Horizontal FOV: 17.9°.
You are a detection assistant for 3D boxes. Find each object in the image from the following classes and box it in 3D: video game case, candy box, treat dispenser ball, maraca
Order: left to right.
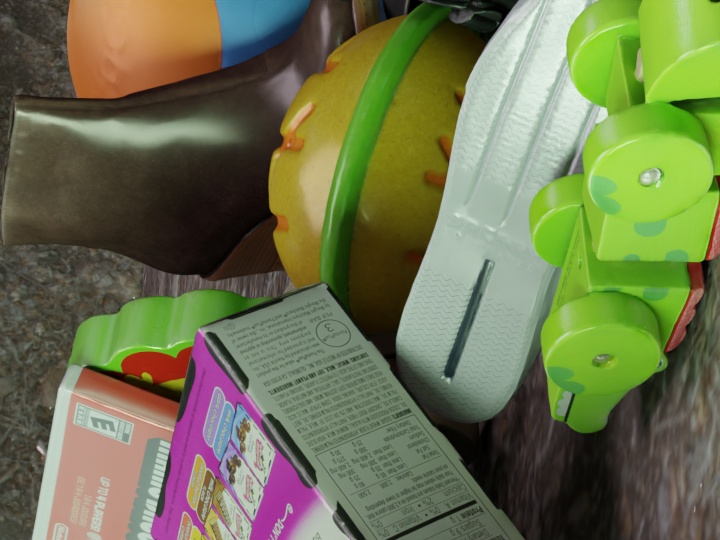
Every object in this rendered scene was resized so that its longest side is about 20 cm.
[{"bbox_3d":[-0.059,-0.126,1.243,0.201,0.201,0.201,-174,90,-81],"label":"treat dispenser ball"},{"bbox_3d":[-0.043,0.117,0.994,0.143,0.200,0.017,109,-179,-53],"label":"video game case"},{"bbox_3d":[0.005,0.122,0.832,0.200,0.061,0.136,53,147,27],"label":"candy box"},{"bbox_3d":[0.025,-0.060,1.003,0.137,0.107,0.200,83,-153,-58],"label":"maraca"}]

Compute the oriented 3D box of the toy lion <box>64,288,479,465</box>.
[{"bbox_3d":[-0.057,0.081,1.017,0.200,0.192,0.069,-31,40,42],"label":"toy lion"}]

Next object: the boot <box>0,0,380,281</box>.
[{"bbox_3d":[-0.084,-0.068,1.103,0.200,0.166,0.072,111,159,-46],"label":"boot"}]

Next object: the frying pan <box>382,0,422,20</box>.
[{"bbox_3d":[0.045,-0.146,1.106,0.115,0.031,0.190,-63,-12,-11],"label":"frying pan"}]

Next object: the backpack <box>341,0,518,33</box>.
[{"bbox_3d":[0.008,-0.195,0.944,0.200,0.163,0.154,-133,54,-67],"label":"backpack"}]

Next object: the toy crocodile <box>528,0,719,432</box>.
[{"bbox_3d":[0.092,-0.021,0.725,0.200,0.062,0.068,99,171,-46],"label":"toy crocodile"}]

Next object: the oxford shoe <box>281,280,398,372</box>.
[{"bbox_3d":[0.000,0.000,1.101,0.200,0.071,0.074,-61,-14,-75],"label":"oxford shoe"}]

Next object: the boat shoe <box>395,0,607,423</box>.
[{"bbox_3d":[0.067,-0.039,0.818,0.200,0.072,0.071,-63,-8,31],"label":"boat shoe"}]
